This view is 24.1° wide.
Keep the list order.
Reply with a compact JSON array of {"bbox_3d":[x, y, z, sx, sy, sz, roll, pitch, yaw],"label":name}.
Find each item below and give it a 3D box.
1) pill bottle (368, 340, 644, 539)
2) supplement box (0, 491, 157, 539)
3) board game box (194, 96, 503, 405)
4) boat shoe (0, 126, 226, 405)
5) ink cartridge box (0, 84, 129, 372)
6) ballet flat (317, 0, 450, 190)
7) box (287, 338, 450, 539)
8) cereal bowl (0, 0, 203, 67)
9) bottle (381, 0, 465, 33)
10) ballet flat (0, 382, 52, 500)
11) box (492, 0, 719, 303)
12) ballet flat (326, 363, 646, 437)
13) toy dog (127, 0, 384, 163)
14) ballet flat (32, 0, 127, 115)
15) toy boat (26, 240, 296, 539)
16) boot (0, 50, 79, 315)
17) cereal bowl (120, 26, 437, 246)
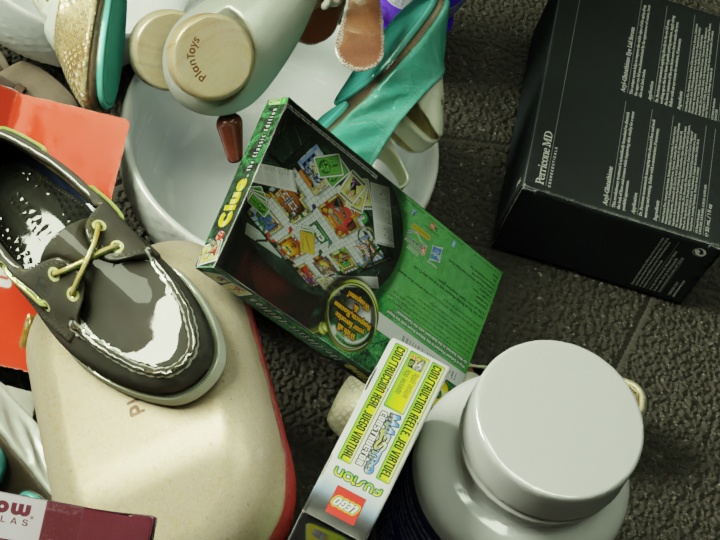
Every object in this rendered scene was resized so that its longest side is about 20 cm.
[{"bbox_3d":[0.079,0.125,0.919,0.119,0.200,0.120,6,57,-10],"label":"pill bottle"},{"bbox_3d":[-0.167,0.175,0.825,0.108,0.200,0.061,11,57,-7],"label":"supplement box"},{"bbox_3d":[0.000,0.000,0.945,0.200,0.023,0.105,38,65,-38],"label":"board game box"},{"bbox_3d":[-0.149,-0.005,0.876,0.072,0.061,0.201,-46,60,-9],"label":"boat shoe"},{"bbox_3d":[-0.247,-0.039,0.947,0.199,0.057,0.163,13,82,1],"label":"ink cartridge box"},{"bbox_3d":[0.009,-0.085,1.013,0.070,0.067,0.200,48,56,-15],"label":"ballet flat"},{"bbox_3d":[-0.013,0.130,0.893,0.035,0.200,0.110,27,57,2],"label":"box"},{"bbox_3d":[-0.200,-0.214,1.118,0.199,0.083,0.201,17,55,-25],"label":"cereal bowl"},{"bbox_3d":[0.042,-0.204,1.116,0.083,0.200,0.065,-33,70,-30],"label":"bottle"},{"bbox_3d":[-0.185,0.110,0.951,0.200,0.069,0.069,42,58,7],"label":"ballet flat"},{"bbox_3d":[0.180,-0.096,1.157,0.140,0.079,0.201,19,56,-6],"label":"box"},{"bbox_3d":[0.080,0.078,1.032,0.199,0.062,0.068,3,59,-12],"label":"ballet flat"},{"bbox_3d":[-0.037,-0.135,1.002,0.199,0.097,0.132,-22,21,6],"label":"toy dog"},{"bbox_3d":[-0.167,-0.187,1.029,0.065,0.071,0.201,7,66,2],"label":"ballet flat"},{"bbox_3d":[-0.098,0.093,0.921,0.130,0.131,0.201,-23,55,8],"label":"toy boat"},{"bbox_3d":[-0.230,-0.066,1.046,0.200,0.070,0.146,46,51,7],"label":"boot"},{"bbox_3d":[-0.055,-0.063,1.065,0.199,0.083,0.201,6,57,-10],"label":"cereal bowl"}]
